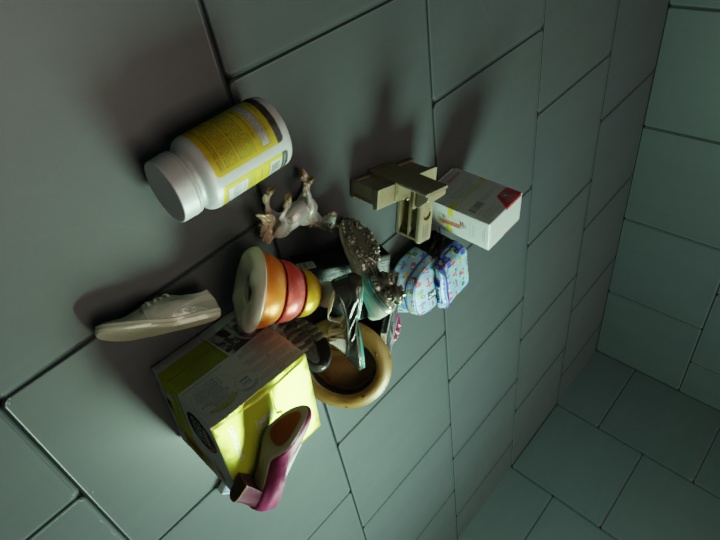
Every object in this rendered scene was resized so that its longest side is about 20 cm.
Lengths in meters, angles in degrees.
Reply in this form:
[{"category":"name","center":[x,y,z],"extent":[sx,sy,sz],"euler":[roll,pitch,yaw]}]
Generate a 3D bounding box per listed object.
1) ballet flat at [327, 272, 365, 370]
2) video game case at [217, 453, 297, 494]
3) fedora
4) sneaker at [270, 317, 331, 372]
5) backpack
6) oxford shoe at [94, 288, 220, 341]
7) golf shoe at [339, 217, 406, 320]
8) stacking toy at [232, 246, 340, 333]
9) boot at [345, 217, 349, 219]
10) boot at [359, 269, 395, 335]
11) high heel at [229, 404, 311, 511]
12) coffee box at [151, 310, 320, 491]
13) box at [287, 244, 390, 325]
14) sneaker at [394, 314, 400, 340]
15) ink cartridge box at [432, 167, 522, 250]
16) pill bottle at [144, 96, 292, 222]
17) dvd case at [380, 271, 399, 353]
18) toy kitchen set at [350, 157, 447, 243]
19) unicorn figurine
[{"category":"ballet flat","center":[-0.027,0.094,0.990],"extent":[0.067,0.068,0.204],"euler":[-3,116,-4]},{"category":"video game case","center":[-0.211,0.419,1.237],"extent":[0.199,0.022,0.185],"euler":[26,90,-54]},{"category":"fedora","center":[-0.033,0.179,1.100],"extent":[0.082,0.197,0.204],"euler":[-75,-177,-77]},{"category":"sneaker","center":[-0.127,0.150,1.034],"extent":[0.074,0.199,0.117],"euler":[-21,136,-35]},{"category":"backpack","center":[0.166,0.024,1.363],"extent":[0.199,0.133,0.185],"euler":[-40,139,-30]},{"category":"oxford shoe","center":[-0.320,0.070,0.862],"extent":[0.197,0.075,0.059],"euler":[-12,80,-38]},{"category":"golf shoe","center":[0.000,0.000,1.014],"extent":[0.077,0.203,0.097],"euler":[-7,152,-39]},{"category":"stacking toy","center":[-0.118,0.041,0.968],"extent":[0.196,0.146,0.149],"euler":[7,108,-28]},{"category":"boot","center":[-0.028,-0.004,1.172],"extent":[0.130,0.067,0.202],"euler":[-41,137,-19]},{"category":"boot","center":[0.038,0.077,1.228],"extent":[0.200,0.071,0.169],"euler":[-116,-133,-80]},{"category":"high heel","center":[-0.127,0.312,0.901],"extent":[0.201,0.068,0.096],"euler":[-50,132,7]},{"category":"coffee box","center":[-0.214,0.230,0.968],"extent":[0.199,0.196,0.203],"euler":[-35,136,-32]},{"category":"box","center":[-0.044,0.031,1.106],"extent":[0.196,0.079,0.144],"euler":[-11,120,-22]},{"category":"sneaker","center":[0.033,0.187,1.351],"extent":[0.073,0.087,0.203],"euler":[31,70,-13]},{"category":"ink cartridge box","center":[0.273,-0.157,1.334],"extent":[0.145,0.198,0.084],"euler":[-40,142,-27]},{"category":"pill bottle","center":[-0.208,-0.164,0.804],"extent":[0.199,0.113,0.116],"euler":[-39,138,-29]},{"category":"dvd case","center":[0.062,0.121,1.167],"extent":[0.202,0.016,0.151],"euler":[86,15,-54]},{"category":"toy kitchen set","center":[0.102,-0.120,1.174],"extent":[0.198,0.162,0.184],"euler":[-26,131,-39]},{"category":"unicorn figurine","center":[-0.110,-0.110,1.005],"extent":[0.197,0.074,0.139],"euler":[-23,139,-24]}]
